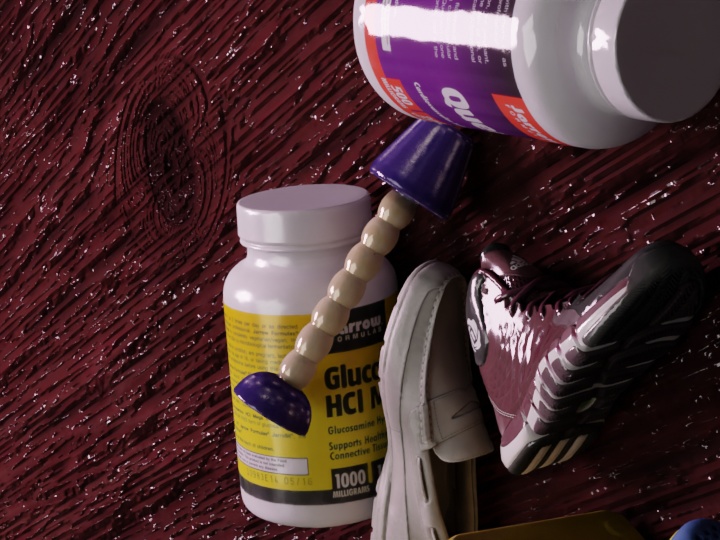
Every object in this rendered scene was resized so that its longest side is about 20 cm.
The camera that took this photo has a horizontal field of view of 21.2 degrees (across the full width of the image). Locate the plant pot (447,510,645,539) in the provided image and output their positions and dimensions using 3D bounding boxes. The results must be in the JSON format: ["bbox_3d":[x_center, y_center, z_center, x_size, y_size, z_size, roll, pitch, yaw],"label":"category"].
[{"bbox_3d":[0.097,0.243,1.038,0.200,0.199,0.177,48,126,38],"label":"plant pot"}]

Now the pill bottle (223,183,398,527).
[{"bbox_3d":[-0.029,0.051,1.223,0.112,0.112,0.201,15,114,54],"label":"pill bottle"}]

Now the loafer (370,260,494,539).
[{"bbox_3d":[0.050,0.094,1.167,0.069,0.070,0.201,12,109,32],"label":"loafer"}]

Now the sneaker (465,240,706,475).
[{"bbox_3d":[0.104,0.018,1.043,0.116,0.075,0.200,64,146,26],"label":"sneaker"}]

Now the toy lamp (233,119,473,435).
[{"bbox_3d":[0.000,0.000,1.133,0.058,0.058,0.201,37,96,46],"label":"toy lamp"}]

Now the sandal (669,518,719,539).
[{"bbox_3d":[0.225,0.189,0.919,0.200,0.079,0.087,46,134,27],"label":"sandal"}]

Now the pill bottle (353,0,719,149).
[{"bbox_3d":[0.091,-0.123,0.976,0.200,0.112,0.113,17,115,55],"label":"pill bottle"}]
